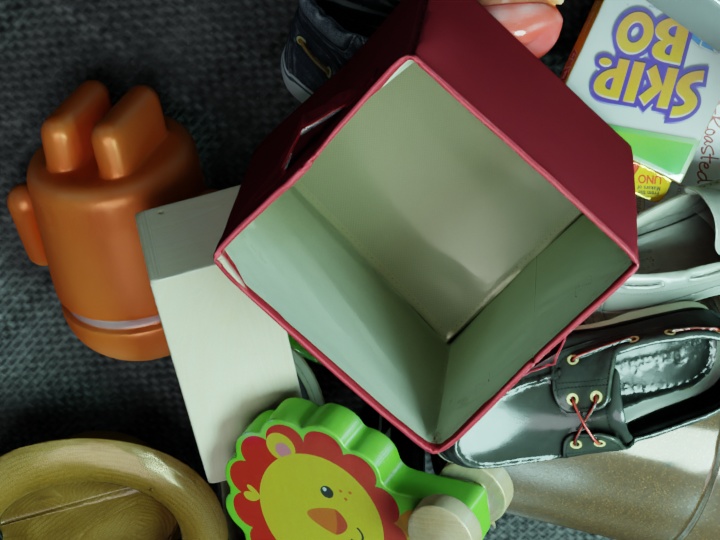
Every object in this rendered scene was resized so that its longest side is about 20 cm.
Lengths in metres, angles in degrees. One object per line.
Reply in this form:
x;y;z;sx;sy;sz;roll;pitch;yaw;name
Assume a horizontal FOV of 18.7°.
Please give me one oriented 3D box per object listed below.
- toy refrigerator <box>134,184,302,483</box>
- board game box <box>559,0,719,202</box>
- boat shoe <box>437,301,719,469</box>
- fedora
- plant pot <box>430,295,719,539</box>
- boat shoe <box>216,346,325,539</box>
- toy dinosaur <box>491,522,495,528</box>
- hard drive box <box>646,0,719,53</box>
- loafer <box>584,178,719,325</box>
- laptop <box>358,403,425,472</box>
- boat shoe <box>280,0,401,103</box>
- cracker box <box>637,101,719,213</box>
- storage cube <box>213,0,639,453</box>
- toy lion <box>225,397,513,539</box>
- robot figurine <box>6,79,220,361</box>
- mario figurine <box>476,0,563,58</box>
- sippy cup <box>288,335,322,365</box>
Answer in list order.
-0.085;0.042;1.401;0.075;0.070;0.201;-15;136;-3;toy refrigerator
0.190;-0.149;1.353;0.095;0.030;0.201;24;97;-9;board game box
0.140;0.073;1.318;0.200;0.063;0.074;-17;114;-12;boat shoe
-0.195;0.177;1.605;0.199;0.082;0.202;0;124;0;fedora
0.160;0.092;1.448;0.197;0.201;0.201;9;125;-16;plant pot
-0.070;0.130;1.555;0.072;0.065;0.201;32;141;23;boat shoe
0.108;0.120;1.585;0.106;0.060;0.200;-42;122;-1;toy dinosaur
0.288;-0.182;1.310;0.199;0.077;0.157;31;84;-18;hard drive box
0.223;-0.022;1.366;0.199;0.070;0.070;-26;152;-10;loafer
0.031;0.185;1.546;0.103;0.178;0.200;26;121;-16;laptop
0.038;-0.111;1.364;0.199;0.071;0.091;29;149;10;boat shoe
0.250;-0.083;1.431;0.198;0.058;0.135;3;123;-1;cracker box
0.043;-0.038;1.266;0.200;0.180;0.171;41;112;-12;storage cube
0.003;0.178;1.403;0.190;0.069;0.201;9;124;27;toy lion
-0.155;-0.025;1.449;0.143;0.117;0.201;-15;123;-7;robot figurine
0.082;-0.222;1.347;0.106;0.123;0.201;-26;121;-31;mario figurine
0.000;0.000;1.458;0.130;0.140;0.178;32;106;-7;sippy cup
